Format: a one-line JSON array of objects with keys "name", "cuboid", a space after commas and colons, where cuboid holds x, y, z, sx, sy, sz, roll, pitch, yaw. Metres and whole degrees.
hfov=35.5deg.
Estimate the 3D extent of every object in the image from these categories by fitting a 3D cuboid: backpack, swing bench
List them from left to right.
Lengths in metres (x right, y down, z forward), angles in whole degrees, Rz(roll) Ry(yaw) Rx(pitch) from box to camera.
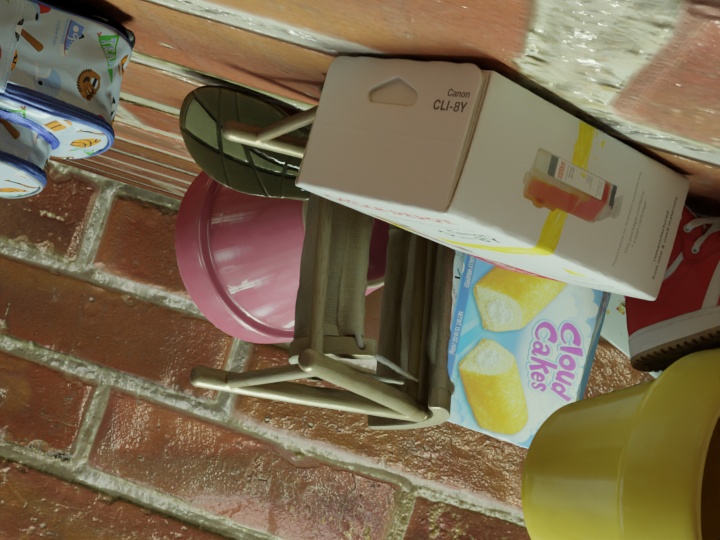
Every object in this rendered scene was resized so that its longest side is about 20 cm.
[{"name": "backpack", "cuboid": [-0.255, -0.131, 0.760, 0.189, 0.156, 0.199, 7, 180, -29]}, {"name": "swing bench", "cuboid": [0.000, 0.000, 0.824, 0.199, 0.201, 0.129, 19, 158, -42]}]

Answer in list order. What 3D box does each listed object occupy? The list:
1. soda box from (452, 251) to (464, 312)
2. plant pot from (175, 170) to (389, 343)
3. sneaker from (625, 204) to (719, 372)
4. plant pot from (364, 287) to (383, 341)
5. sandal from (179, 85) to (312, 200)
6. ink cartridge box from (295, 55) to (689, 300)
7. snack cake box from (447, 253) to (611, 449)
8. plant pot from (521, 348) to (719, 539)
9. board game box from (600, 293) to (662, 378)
[{"name": "soda box", "cuboid": [0.115, 0.022, 1.003, 0.063, 0.202, 0.068, -32, -153, -27]}, {"name": "plant pot", "cuboid": [-0.051, -0.036, 1.073, 0.198, 0.202, 0.178, 19, 162, -32]}, {"name": "sneaker", "cuboid": [0.261, -0.012, 0.747, 0.199, 0.114, 0.071, -22, 151, 34]}, {"name": "plant pot", "cuboid": [0.088, 0.025, 1.278, 0.198, 0.186, 0.200, 17, 178, 1]}, {"name": "sandal", "cuboid": [-0.057, -0.103, 0.947, 0.198, 0.083, 0.055, 11, -159, -15]}, {"name": "ink cartridge box", "cuboid": [0.081, -0.054, 0.690, 0.199, 0.084, 0.144, 19, 177, -40]}, {"name": "snack cake box", "cuboid": [0.137, 0.036, 0.905, 0.114, 0.202, 0.067, 17, -156, 18]}, {"name": "plant pot", "cuboid": [0.216, 0.155, 0.761, 0.199, 0.203, 0.188, 19, 164, -32]}, {"name": "board game box", "cuboid": [0.325, 0.068, 1.059, 0.199, 0.065, 0.147, 5, -151, -47]}]
